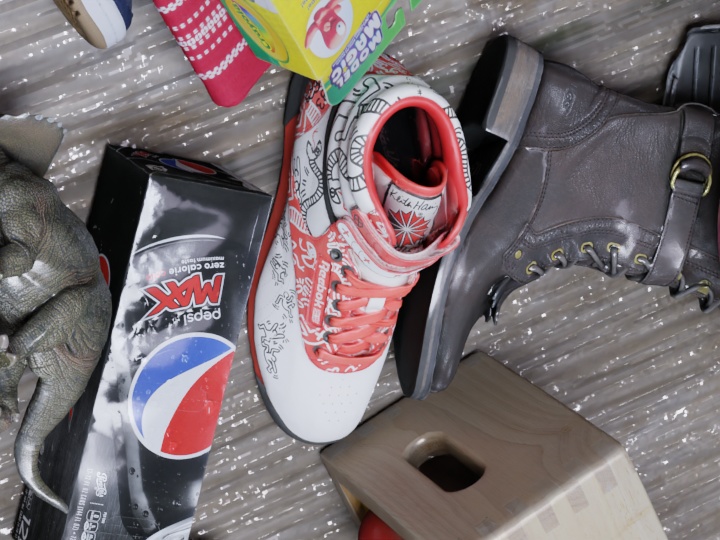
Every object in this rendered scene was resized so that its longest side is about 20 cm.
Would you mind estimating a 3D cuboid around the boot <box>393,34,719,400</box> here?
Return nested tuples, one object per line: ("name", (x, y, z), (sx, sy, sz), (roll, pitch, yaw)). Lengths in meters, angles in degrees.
("boot", (0.120, -0.010, 1.088), (0.174, 0.069, 0.200), (20, 91, -15))

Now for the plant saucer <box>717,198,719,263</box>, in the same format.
("plant saucer", (0.243, -0.030, 1.088), (0.200, 0.051, 0.201), (-11, 107, -39))

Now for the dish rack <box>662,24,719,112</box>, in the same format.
("dish rack", (0.250, -0.064, 1.161), (0.200, 0.055, 0.154), (-6, 106, -22))

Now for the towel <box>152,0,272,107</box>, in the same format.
("towel", (-0.055, -0.182, 0.959), (0.145, 0.022, 0.200), (-50, 138, -18))

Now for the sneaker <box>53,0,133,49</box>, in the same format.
("sneaker", (-0.112, -0.202, 0.950), (0.108, 0.070, 0.200), (-27, 111, -13))

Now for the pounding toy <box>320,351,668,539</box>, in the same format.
("pounding toy", (0.067, 0.153, 1.059), (0.142, 0.200, 0.184), (-32, 115, -12))

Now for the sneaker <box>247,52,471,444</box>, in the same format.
("sneaker", (-0.001, -0.001, 1.036), (0.067, 0.108, 0.202), (0, 105, -24))

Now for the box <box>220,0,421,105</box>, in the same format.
("box", (-0.026, -0.173, 0.943), (0.117, 0.048, 0.200), (-51, 136, -17))

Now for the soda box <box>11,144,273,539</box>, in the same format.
("soda box", (-0.102, 0.048, 1.026), (0.063, 0.071, 0.200), (9, 101, -26))

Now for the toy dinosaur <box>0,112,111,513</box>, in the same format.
("toy dinosaur", (-0.141, 0.007, 0.952), (0.102, 0.077, 0.200), (-42, 113, -50))
